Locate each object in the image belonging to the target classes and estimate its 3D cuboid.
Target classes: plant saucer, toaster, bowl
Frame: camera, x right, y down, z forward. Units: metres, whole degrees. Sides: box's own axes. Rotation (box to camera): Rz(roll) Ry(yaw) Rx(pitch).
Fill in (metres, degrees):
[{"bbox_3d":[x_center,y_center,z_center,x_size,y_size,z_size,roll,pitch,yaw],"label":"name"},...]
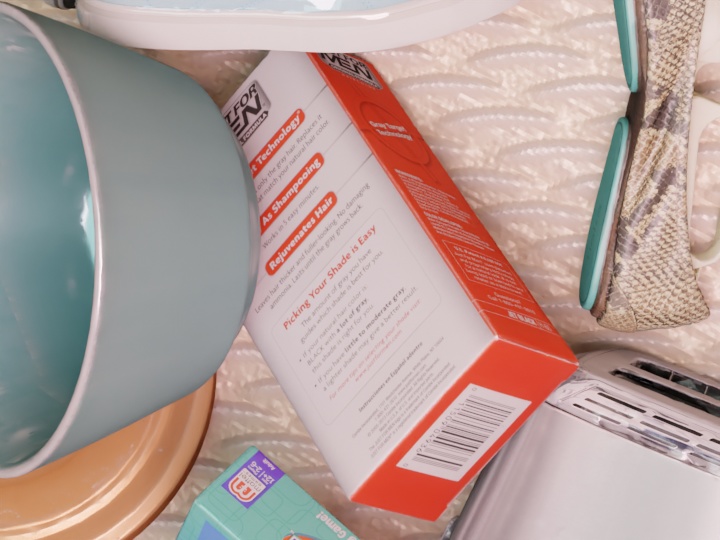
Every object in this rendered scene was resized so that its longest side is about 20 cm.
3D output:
[{"bbox_3d":[-0.166,0.044,1.350,0.200,0.032,0.201,0,79,1],"label":"plant saucer"},{"bbox_3d":[0.135,0.117,1.253,0.200,0.114,0.130,23,103,19],"label":"toaster"},{"bbox_3d":[-0.115,-0.015,1.264,0.201,0.105,0.202,8,100,57],"label":"bowl"}]

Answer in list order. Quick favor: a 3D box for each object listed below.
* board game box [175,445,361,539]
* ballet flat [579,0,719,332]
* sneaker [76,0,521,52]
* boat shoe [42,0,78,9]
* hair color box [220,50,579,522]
[{"bbox_3d":[-0.030,0.188,1.307,0.152,0.045,0.200,40,142,11],"label":"board game box"},{"bbox_3d":[0.136,-0.071,1.259,0.075,0.068,0.201,2,105,-2],"label":"ballet flat"},{"bbox_3d":[-0.025,-0.142,1.265,0.199,0.074,0.082,-4,117,-3],"label":"sneaker"},{"bbox_3d":[-0.070,-0.183,1.311,0.057,0.069,0.200,46,108,8],"label":"boat shoe"},{"bbox_3d":[0.000,0.000,1.266,0.102,0.061,0.200,-48,51,20],"label":"hair color box"}]
